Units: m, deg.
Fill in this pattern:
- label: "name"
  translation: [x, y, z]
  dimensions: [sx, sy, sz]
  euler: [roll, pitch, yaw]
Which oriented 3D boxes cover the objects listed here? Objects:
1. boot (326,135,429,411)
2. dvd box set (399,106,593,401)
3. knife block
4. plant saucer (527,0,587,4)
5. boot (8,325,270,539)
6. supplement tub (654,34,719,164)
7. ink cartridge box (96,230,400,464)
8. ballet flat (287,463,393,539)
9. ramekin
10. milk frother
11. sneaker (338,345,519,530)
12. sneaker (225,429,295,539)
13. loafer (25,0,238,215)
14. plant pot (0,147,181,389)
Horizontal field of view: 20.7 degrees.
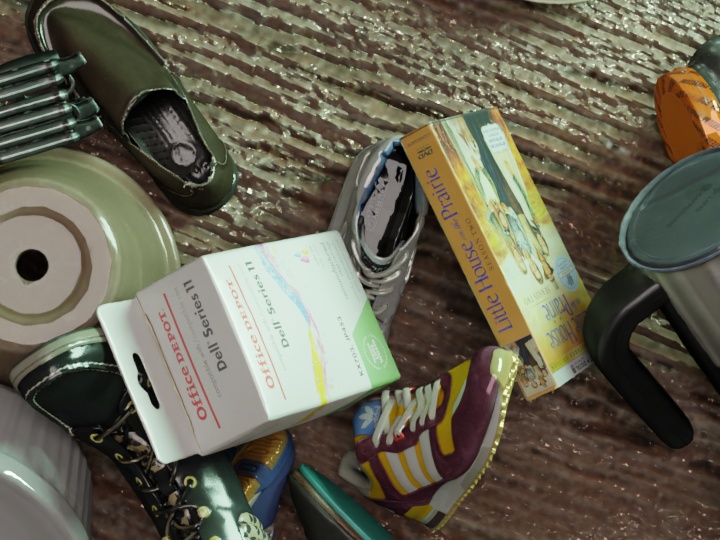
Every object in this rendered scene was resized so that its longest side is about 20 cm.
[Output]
- label: "boot"
  translation: [0.000, 0.000, 1.390]
  dimensions: [0.073, 0.096, 0.200]
  euler: [13, 83, -5]
- label: "dvd box set"
  translation: [0.106, -0.016, 1.384]
  dimensions: [0.029, 0.146, 0.200]
  euler: [-27, 87, 24]
- label: "knife block"
  translation: [-0.281, -0.096, 1.325]
  dimensions: [0.200, 0.176, 0.064]
  euler: [-9, 103, 20]
- label: "plant saucer"
  translation: [0.140, -0.293, 1.465]
  dimensions: [0.200, 0.037, 0.201]
  euler: [1, 85, -6]
- label: "boot"
  translation: [-0.132, 0.124, 1.262]
  dimensions: [0.073, 0.204, 0.154]
  euler: [-34, 64, 12]
- label: "supplement tub"
  translation: [0.323, -0.129, 1.427]
  dimensions: [0.200, 0.123, 0.123]
  euler: [-21, 87, -9]
- label: "ink cartridge box"
  translation: [-0.070, 0.047, 1.285]
  dimensions: [0.067, 0.200, 0.117]
  euler: [-28, 82, 33]
- label: "ballet flat"
  translation: [0.017, 0.217, 1.382]
  dimensions: [0.200, 0.068, 0.068]
  euler: [36, 96, -10]
- label: "ramekin"
  translation: [-0.270, 0.156, 1.303]
  dimensions: [0.202, 0.203, 0.094]
  euler: [15, 40, -5]
- label: "milk frother"
  translation: [0.274, 0.051, 1.332]
  dimensions: [0.181, 0.200, 0.188]
  euler: [-46, 121, -11]
- label: "sneaker"
  translation: [0.041, 0.109, 1.339]
  dimensions: [0.090, 0.200, 0.075]
  euler: [21, 51, -2]
- label: "sneaker"
  translation: [-0.095, 0.204, 1.383]
  dimensions: [0.088, 0.075, 0.200]
  euler: [41, 71, -31]
- label: "loafer"
  translation: [-0.158, -0.128, 1.396]
  dimensions: [0.073, 0.071, 0.200]
  euler: [-44, 91, -9]
- label: "plant pot"
  translation: [-0.220, 0.004, 1.326]
  dimensions: [0.200, 0.175, 0.201]
  euler: [1, 85, -5]
